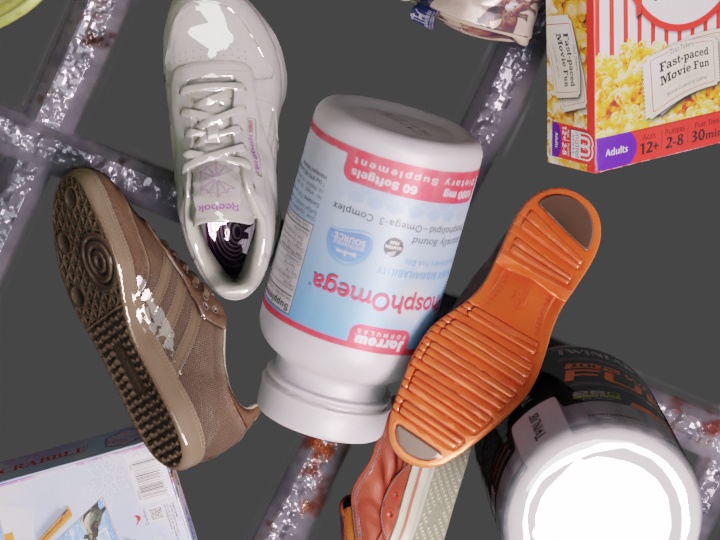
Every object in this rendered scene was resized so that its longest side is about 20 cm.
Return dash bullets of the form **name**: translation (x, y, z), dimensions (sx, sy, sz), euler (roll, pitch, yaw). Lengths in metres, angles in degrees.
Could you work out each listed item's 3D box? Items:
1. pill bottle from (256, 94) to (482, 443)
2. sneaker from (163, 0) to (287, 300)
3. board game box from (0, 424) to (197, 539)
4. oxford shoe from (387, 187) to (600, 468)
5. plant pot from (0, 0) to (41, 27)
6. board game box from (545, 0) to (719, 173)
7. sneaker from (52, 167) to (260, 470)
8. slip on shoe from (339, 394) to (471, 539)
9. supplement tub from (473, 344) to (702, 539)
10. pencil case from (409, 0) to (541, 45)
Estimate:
- **pill bottle**: translation (0.000, 0.000, 1.642), dimensions (0.109, 0.109, 0.200), euler (13, 105, -7)
- **sneaker**: translation (-0.079, -0.078, 1.620), dimensions (0.075, 0.100, 0.200), euler (-7, 105, 2)
- **board game box**: translation (-0.198, 0.217, 1.727), dimensions (0.199, 0.041, 0.200), euler (-15, 107, 0)
- **oxford shoe**: translation (0.081, 0.043, 1.643), dimensions (0.071, 0.073, 0.200), euler (37, 72, 1)
- **plant pot**: translation (-0.256, -0.213, 1.526), dimensions (0.200, 0.184, 0.200), euler (-1, 106, -3)
- **board game box**: translation (0.180, -0.171, 1.600), dimensions (0.151, 0.046, 0.200), euler (-15, 111, -36)
- **sneaker**: translation (-0.129, 0.024, 1.672), dimensions (0.076, 0.070, 0.200), euler (-23, 95, -37)
- **slip on shoe**: translation (0.015, 0.169, 1.722), dimensions (0.061, 0.074, 0.200), euler (28, 112, 25)
- **supplement tub**: translation (0.135, 0.120, 1.639), dimensions (0.122, 0.200, 0.123), euler (-1, 106, -4)
- **pencil case**: translation (0.084, -0.240, 1.595), dimensions (0.089, 0.078, 0.200), euler (17, 105, 8)
